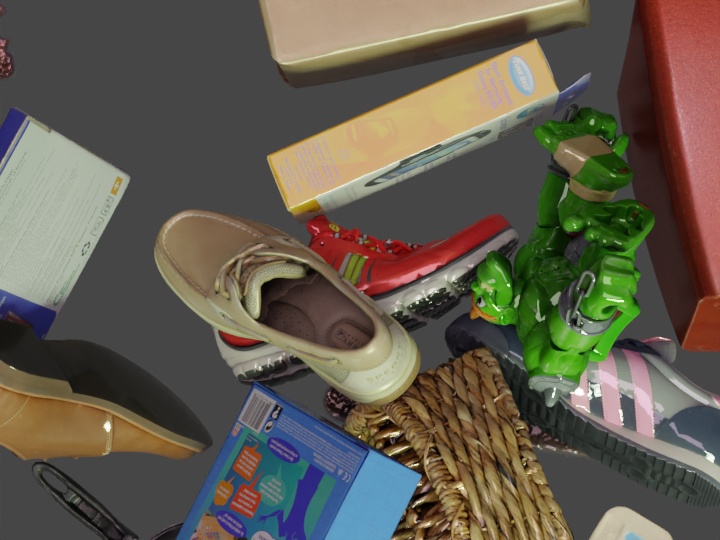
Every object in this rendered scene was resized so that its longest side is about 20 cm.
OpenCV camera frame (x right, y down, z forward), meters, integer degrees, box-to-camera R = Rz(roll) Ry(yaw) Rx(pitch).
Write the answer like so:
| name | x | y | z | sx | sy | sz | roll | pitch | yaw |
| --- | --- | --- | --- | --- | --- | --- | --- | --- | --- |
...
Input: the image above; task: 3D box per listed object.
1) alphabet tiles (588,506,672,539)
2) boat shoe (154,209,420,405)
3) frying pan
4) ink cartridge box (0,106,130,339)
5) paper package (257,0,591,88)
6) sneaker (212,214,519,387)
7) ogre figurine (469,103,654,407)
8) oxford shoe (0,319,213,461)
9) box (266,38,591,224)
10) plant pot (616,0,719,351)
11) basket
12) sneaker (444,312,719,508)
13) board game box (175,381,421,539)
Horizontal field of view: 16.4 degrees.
| name | x | y | z | sx | sy | sz | roll | pitch | yaw |
| --- | --- | --- | --- | --- | --- | --- | --- | --- | --- |
| alphabet tiles | 0.142 | 0.248 | 1.513 | 0.195 | 0.015 | 0.200 | 31 | 79 | 18 |
| boat shoe | -0.052 | 0.010 | 1.488 | 0.200 | 0.065 | 0.072 | 32 | 79 | 32 |
| frying pan | -0.115 | 0.180 | 1.564 | 0.115 | 0.031 | 0.191 | -28 | 90 | 0 |
| ink cartridge box | -0.226 | 0.004 | 1.488 | 0.047 | 0.200 | 0.198 | 29 | 88 | 17 |
| paper package | 0.026 | -0.224 | 1.538 | 0.199 | 0.103 | 0.192 | -13 | 86 | 2 |
| sneaker | 0.000 | 0.000 | 1.546 | 0.199 | 0.077 | 0.085 | -22 | 78 | -2 |
| ogre figurine | 0.126 | -0.003 | 1.473 | 0.098 | 0.200 | 0.120 | 5 | 123 | -25 |
| oxford shoe | -0.175 | 0.086 | 1.511 | 0.071 | 0.199 | 0.071 | -54 | 44 | 16 |
| box | 0.043 | -0.087 | 1.523 | 0.199 | 0.119 | 0.042 | -25 | 86 | 0 |
| plant pot | 0.257 | -0.051 | 1.457 | 0.199 | 0.200 | 0.177 | -1 | 75 | 2 |
| basket | 0.048 | 0.164 | 1.469 | 0.148 | 0.143 | 0.201 | -21 | 60 | 0 |
| sneaker | 0.151 | 0.067 | 1.548 | 0.199 | 0.070 | 0.082 | 30 | 68 | 3 |
| board game box | -0.059 | 0.181 | 1.473 | 0.045 | 0.152 | 0.201 | 28 | 89 | -32 |
